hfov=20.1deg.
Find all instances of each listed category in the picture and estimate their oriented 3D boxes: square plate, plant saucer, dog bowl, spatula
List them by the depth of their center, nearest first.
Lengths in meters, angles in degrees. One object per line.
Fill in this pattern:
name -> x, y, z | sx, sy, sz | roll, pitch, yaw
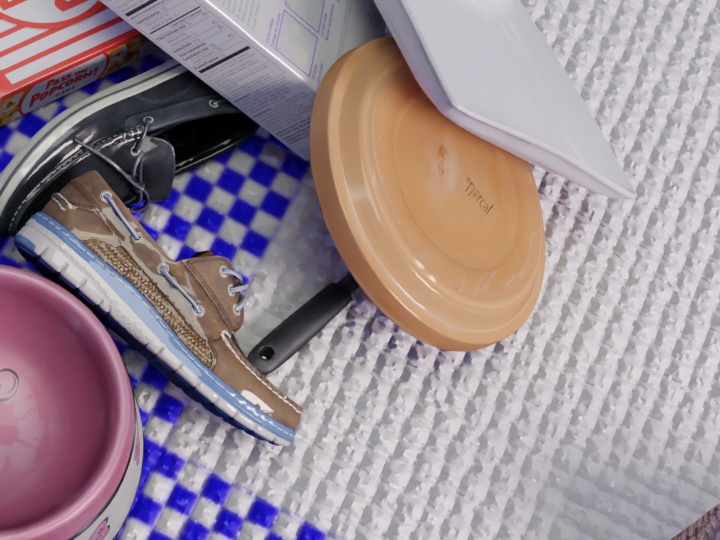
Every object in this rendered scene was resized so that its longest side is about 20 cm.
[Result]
dog bowl -> -0.214, 0.084, 1.135 | 0.199, 0.074, 0.201 | 6, 64, -13
plant saucer -> 0.049, -0.050, 1.244 | 0.200, 0.032, 0.201 | 24, 55, -41
spatula -> 0.000, 0.000, 1.265 | 0.056, 0.021, 0.200 | 37, 63, 17
square plate -> 0.073, -0.136, 1.274 | 0.200, 0.028, 0.199 | 22, 34, -48

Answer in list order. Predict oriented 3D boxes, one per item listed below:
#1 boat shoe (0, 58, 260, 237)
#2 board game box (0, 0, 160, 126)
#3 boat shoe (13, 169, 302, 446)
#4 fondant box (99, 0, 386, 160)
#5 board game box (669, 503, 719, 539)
boat shoe -> -0.141, -0.070, 1.228 | 0.200, 0.075, 0.062 | -32, 72, -32
board game box -> -0.185, -0.197, 1.287 | 0.200, 0.046, 0.152 | -30, 78, -27
boat shoe -> -0.102, 0.021, 1.175 | 0.200, 0.072, 0.072 | 41, 79, -12
fondant box -> -0.069, -0.182, 1.238 | 0.200, 0.058, 0.145 | 38, 47, -36
board game box -> 0.294, 0.229, 1.205 | 0.199, 0.097, 0.160 | 3, 65, -15
